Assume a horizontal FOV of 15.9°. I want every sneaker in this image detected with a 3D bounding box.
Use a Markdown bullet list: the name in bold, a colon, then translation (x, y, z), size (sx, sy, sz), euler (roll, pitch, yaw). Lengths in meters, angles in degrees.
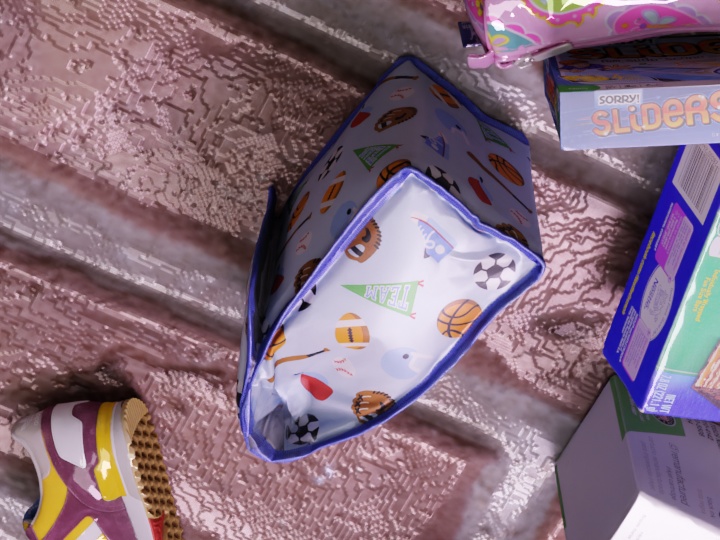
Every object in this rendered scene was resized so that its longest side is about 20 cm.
- **sneaker**: translation (-0.164, 0.172, 1.632), size (0.089, 0.075, 0.201), euler (-4, 112, 11)

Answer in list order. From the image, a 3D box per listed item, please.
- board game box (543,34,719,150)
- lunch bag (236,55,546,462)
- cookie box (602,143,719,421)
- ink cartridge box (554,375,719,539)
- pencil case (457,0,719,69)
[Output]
- **board game box**: translation (0.206, -0.103, 1.443), size (0.199, 0.135, 0.035), euler (-3, 106, 0)
- **lunch bag**: translation (0.000, 0.000, 1.478), size (0.124, 0.170, 0.200), euler (35, 113, -14)
- **cookie box**: translation (0.267, 0.007, 1.515), size (0.199, 0.075, 0.172), euler (7, 119, -21)
- **ink cartridge box**: translation (0.228, 0.168, 1.584), size (0.199, 0.146, 0.085), euler (25, 114, -14)
- **pencil case**: translation (0.153, -0.161, 1.439), size (0.199, 0.088, 0.088), euler (-7, 118, 0)
